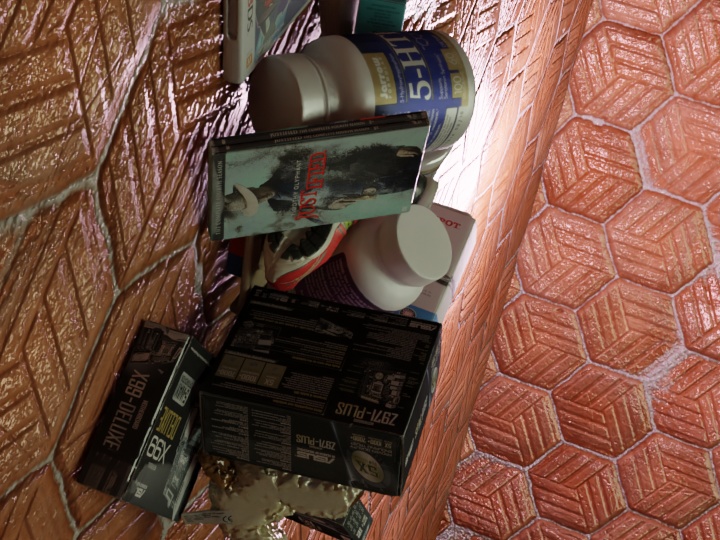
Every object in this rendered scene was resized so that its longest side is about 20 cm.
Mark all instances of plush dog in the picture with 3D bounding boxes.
[{"bbox_3d":[-0.096,0.192,1.421,0.200,0.160,0.172,-44,-163,23],"label":"plush dog"}]

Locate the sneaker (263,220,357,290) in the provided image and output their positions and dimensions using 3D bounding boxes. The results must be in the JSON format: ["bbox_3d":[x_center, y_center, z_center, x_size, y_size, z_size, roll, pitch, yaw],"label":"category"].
[{"bbox_3d":[-0.040,-0.055,1.403,0.200,0.077,0.085,-46,164,-36],"label":"sneaker"}]

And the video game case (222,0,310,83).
[{"bbox_3d":[-0.068,-0.292,1.215,0.183,0.023,0.200,96,18,-45],"label":"video game case"}]

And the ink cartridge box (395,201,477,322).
[{"bbox_3d":[0.059,0.005,1.880,0.086,0.146,0.201,80,32,-63],"label":"ink cartridge box"}]

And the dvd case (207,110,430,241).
[{"bbox_3d":[-0.042,-0.085,1.262,0.146,0.199,0.022,103,-23,-58],"label":"dvd case"}]

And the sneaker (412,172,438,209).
[{"bbox_3d":[-0.006,-0.076,1.567,0.200,0.099,0.070,-35,-147,46],"label":"sneaker"}]

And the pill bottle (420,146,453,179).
[{"bbox_3d":[0.037,-0.125,1.642,0.111,0.111,0.200,-63,-179,-29],"label":"pill bottle"}]

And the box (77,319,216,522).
[{"bbox_3d":[-0.187,0.148,1.297,0.200,0.050,0.158,67,43,-72],"label":"box"}]

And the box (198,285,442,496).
[{"bbox_3d":[-0.035,0.113,1.326,0.164,0.199,0.086,-68,164,-49],"label":"box"}]

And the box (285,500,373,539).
[{"bbox_3d":[-0.073,0.287,1.722,0.200,0.160,0.044,73,39,-70],"label":"box"}]

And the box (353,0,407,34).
[{"bbox_3d":[0.011,-0.209,1.441,0.082,0.049,0.201,-82,-178,-55],"label":"box"}]

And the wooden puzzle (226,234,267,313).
[{"bbox_3d":[-0.086,-0.079,1.410,0.185,0.046,0.201,-53,163,-51],"label":"wooden puzzle"}]

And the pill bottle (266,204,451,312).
[{"bbox_3d":[0.000,0.000,1.476,0.200,0.112,0.112,-23,-154,43],"label":"pill bottle"}]

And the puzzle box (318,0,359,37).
[{"bbox_3d":[-0.006,-0.291,1.463,0.200,0.025,0.133,89,23,-56],"label":"puzzle box"}]

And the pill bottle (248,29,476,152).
[{"bbox_3d":[0.000,-0.165,1.301,0.199,0.120,0.120,-11,126,-37],"label":"pill bottle"}]
